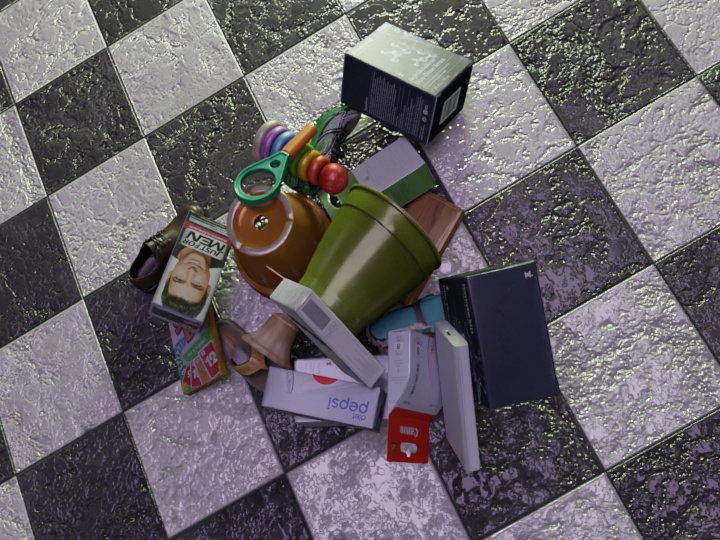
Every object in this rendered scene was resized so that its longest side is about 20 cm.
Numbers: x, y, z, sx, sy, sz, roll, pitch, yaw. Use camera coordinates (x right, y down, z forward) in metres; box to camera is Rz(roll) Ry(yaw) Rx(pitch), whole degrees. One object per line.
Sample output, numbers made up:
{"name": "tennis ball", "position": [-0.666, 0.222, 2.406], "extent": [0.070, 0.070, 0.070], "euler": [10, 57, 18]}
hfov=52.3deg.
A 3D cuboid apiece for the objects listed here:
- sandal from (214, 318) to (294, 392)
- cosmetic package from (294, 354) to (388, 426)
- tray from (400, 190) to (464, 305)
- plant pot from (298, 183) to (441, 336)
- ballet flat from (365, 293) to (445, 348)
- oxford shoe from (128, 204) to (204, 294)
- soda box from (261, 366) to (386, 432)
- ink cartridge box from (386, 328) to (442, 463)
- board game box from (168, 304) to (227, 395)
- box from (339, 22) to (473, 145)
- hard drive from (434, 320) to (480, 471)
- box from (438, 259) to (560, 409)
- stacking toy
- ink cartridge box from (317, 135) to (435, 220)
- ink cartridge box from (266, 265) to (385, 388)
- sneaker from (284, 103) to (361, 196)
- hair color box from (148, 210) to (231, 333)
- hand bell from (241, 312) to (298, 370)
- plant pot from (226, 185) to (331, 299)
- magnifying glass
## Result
{"name": "sandal", "position": [-0.206, 0.156, 1.348], "extent": [0.198, 0.054, 0.081], "euler": [35, 85, 19]}
{"name": "cosmetic package", "position": [-0.012, 0.210, 1.275], "extent": [0.195, 0.081, 0.116], "euler": [-7, 72, 12]}
{"name": "tray", "position": [0.099, -0.043, 1.341], "extent": [0.097, 0.037, 0.203], "euler": [28, 82, 18]}
{"name": "plant pot", "position": [0.000, 0.000, 1.213], "extent": [0.199, 0.201, 0.194], "euler": [36, 76, 19]}
{"name": "ballet flat", "position": [0.104, 0.089, 1.287], "extent": [0.195, 0.064, 0.077], "euler": [-12, 67, -2]}
{"name": "oxford shoe", "position": [-0.376, -0.048, 1.426], "extent": [0.072, 0.085, 0.202], "euler": [31, 82, 20]}
{"name": "soda box", "position": [-0.060, 0.212, 1.209], "extent": [0.195, 0.064, 0.070], "euler": [9, 75, 15]}
{"name": "ink cartridge box", "position": [0.099, 0.210, 1.207], "extent": [0.056, 0.162, 0.205], "euler": [-11, 71, 28]}
{"name": "board game box", "position": [-0.312, 0.121, 1.380], "extent": [0.094, 0.030, 0.204], "euler": [-28, 64, 22]}
{"name": "box", "position": [0.084, -0.348, 1.358], "extent": [0.197, 0.108, 0.149], "euler": [29, 51, 18]}
{"name": "hard drive", "position": [0.154, 0.196, 1.172], "extent": [0.026, 0.132, 0.205], "euler": [-8, 103, -7]}
{"name": "box", "position": [0.211, 0.096, 1.157], "extent": [0.115, 0.200, 0.202], "euler": [-11, 89, -7]}
{"name": "stacking toy", "position": [-0.102, -0.195, 1.332], "extent": [0.198, 0.085, 0.086], "euler": [33, 84, 25]}
{"name": "ink cartridge box", "position": [0.028, -0.152, 1.354], "extent": [0.198, 0.060, 0.105], "euler": [-32, 43, 2]}
{"name": "ink cartridge box", "position": [-0.070, 0.090, 1.177], "extent": [0.045, 0.201, 0.175], "euler": [-48, 31, -13]}
{"name": "sneaker", "position": [-0.060, -0.226, 1.402], "extent": [0.085, 0.078, 0.201], "euler": [39, 95, 32]}
{"name": "hair color box", "position": [-0.307, 0.001, 1.355], "extent": [0.097, 0.061, 0.204], "euler": [22, 59, -12]}
{"name": "hand bell", "position": [-0.112, 0.061, 1.286], "extent": [0.103, 0.104, 0.202], "euler": [30, 82, 18]}
{"name": "plant pot", "position": [-0.154, -0.062, 1.325], "extent": [0.195, 0.183, 0.205], "euler": [-3, 74, 12]}
{"name": "magnifying glass", "position": [-0.142, -0.186, 1.269], "extent": [0.079, 0.023, 0.201], "euler": [26, 59, 23]}
